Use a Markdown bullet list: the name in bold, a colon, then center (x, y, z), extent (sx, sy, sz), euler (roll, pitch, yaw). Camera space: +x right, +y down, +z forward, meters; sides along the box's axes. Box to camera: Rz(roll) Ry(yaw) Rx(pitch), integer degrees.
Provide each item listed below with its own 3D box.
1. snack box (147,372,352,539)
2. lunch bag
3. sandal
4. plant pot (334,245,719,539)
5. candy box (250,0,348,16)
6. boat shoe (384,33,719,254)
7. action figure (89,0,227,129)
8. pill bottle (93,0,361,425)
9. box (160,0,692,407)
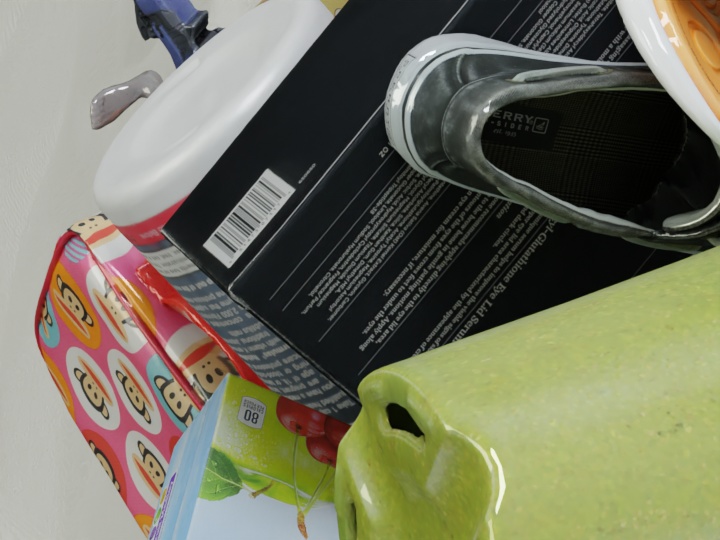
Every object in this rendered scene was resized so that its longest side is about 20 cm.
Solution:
- **snack box**: center (0.012, 0.155, 1.003), extent (0.068, 0.199, 0.170), euler (-52, 18, 50)
- **lunch bag**: center (-0.063, 0.060, 1.214), extent (0.200, 0.082, 0.176), euler (53, 157, 13)
- **sandal**: center (0.125, -0.121, 0.899), extent (0.059, 0.079, 0.208), euler (-30, 37, 30)
- **plant pot**: center (0.098, 0.078, 0.833), extent (0.200, 0.183, 0.202), euler (169, 90, -69)
- **candy box**: center (0.016, -0.135, 1.284), extent (0.115, 0.055, 0.200), euler (-47, 14, -22)
- **boat shoe**: center (0.105, -0.033, 0.920), extent (0.071, 0.199, 0.073), euler (-138, 56, -59)
- **action figure**: center (-0.034, -0.070, 1.208), extent (0.193, 0.201, 0.105), euler (1, 40, 50)
- **pill bottle**: center (0.000, 0.000, 1.095), extent (0.119, 0.200, 0.120), euler (-37, 19, 15)
- **box**: center (0.049, -0.041, 0.977), extent (0.200, 0.141, 0.079), euler (-50, 28, -2)
